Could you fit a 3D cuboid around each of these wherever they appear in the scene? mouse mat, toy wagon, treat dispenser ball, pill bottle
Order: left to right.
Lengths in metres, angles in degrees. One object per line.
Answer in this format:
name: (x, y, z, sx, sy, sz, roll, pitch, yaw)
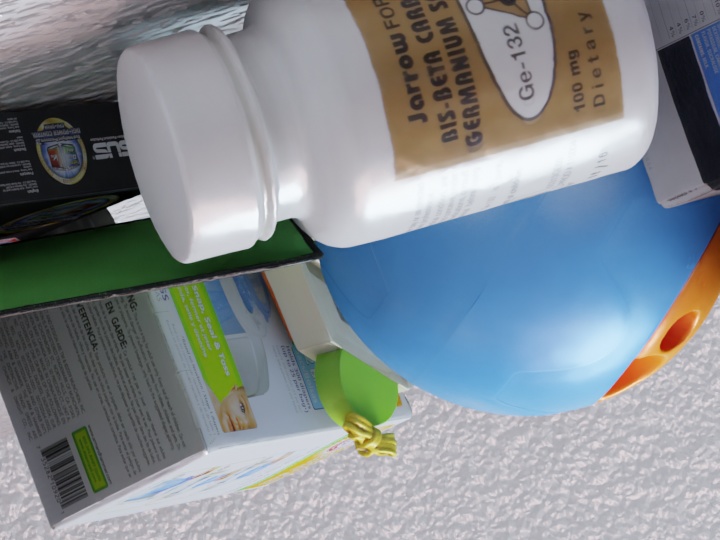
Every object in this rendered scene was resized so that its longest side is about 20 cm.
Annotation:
mouse mat: (-0.104, -0.005, 1.206, 0.161, 0.008, 0.200, -10, -171, -5)
toy wagon: (0.000, 0.000, 1.387, 0.040, 0.200, 0.155, -15, 146, 36)
pill bottle: (0.010, -0.072, 1.126, 0.200, 0.115, 0.114, -16, 175, -16)
treat dispenser ball: (0.077, -0.033, 1.294, 0.201, 0.201, 0.201, -17, 175, -1)

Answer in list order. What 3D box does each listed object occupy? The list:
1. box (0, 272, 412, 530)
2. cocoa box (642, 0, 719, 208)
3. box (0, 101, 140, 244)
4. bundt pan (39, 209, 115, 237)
box: (-0.078, 0.050, 1.382, 0.101, 0.113, 0.200, -27, 168, 28)
cocoa box: (0.220, -0.121, 1.206, 0.200, 0.134, 0.131, -14, 174, -36)
box: (-0.212, -0.027, 1.256, 0.160, 0.044, 0.200, -19, 175, 37)
bundt pan: (-0.214, 0.009, 1.472, 0.202, 0.076, 0.202, -18, 176, -1)
